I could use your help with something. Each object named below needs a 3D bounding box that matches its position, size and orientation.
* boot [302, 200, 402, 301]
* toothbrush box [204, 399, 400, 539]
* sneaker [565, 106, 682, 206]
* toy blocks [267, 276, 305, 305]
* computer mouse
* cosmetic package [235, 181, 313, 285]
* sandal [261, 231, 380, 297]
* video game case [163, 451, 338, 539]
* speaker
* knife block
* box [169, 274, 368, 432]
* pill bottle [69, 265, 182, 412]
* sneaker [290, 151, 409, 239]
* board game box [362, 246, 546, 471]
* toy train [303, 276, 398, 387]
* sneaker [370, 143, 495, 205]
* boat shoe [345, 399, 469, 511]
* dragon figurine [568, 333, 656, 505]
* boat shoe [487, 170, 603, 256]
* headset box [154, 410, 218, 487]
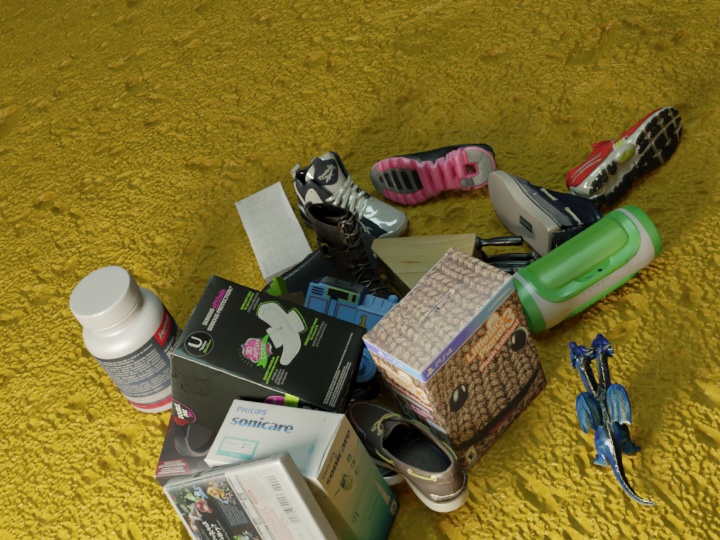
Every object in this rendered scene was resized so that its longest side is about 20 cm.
[{"bbox_3d":[0.000,0.000,1.408,0.069,0.175,0.200,-35,38,-25],"label":"boot"},{"bbox_3d":[-0.061,0.240,1.193,0.146,0.200,0.085,4,51,28],"label":"toothbrush box"},{"bbox_3d":[0.369,-0.171,1.490,0.200,0.077,0.085,-37,33,-16],"label":"sneaker"},{"bbox_3d":[-0.157,0.078,1.429,0.136,0.200,0.100,-20,85,18],"label":"toy blocks"},{"bbox_3d":[0.007,0.208,1.309,0.109,0.044,0.200,-23,38,-14],"label":"computer mouse"},{"bbox_3d":[-0.127,-0.049,1.619,0.082,0.051,0.200,-24,42,-2],"label":"cosmetic package"},{"bbox_3d":[-0.058,0.000,1.526,0.200,0.076,0.043,-27,20,-2],"label":"sandal"},{"bbox_3d":[-0.100,0.295,1.133,0.181,0.201,0.023,-20,15,35],"label":"video game case"},{"bbox_3d":[0.284,-0.002,1.353,0.200,0.089,0.088,-32,43,-6],"label":"speaker"},{"bbox_3d":[0.134,-0.013,1.450,0.175,0.064,0.200,-34,43,-9],"label":"knife block"},{"bbox_3d":[-0.110,0.122,1.250,0.199,0.149,0.125,20,52,5],"label":"box"},{"bbox_3d":[-0.312,0.093,1.457,0.119,0.200,0.120,-13,44,13],"label":"pill bottle"},{"bbox_3d":[-0.026,-0.113,1.575,0.199,0.130,0.080,24,62,40],"label":"sneaker"},{"bbox_3d":[0.117,0.106,1.241,0.159,0.200,0.097,-44,46,-19],"label":"board game box"},{"bbox_3d":[0.013,0.081,1.340,0.199,0.115,0.087,16,10,9],"label":"toy train"},{"bbox_3d":[0.115,-0.156,1.608,0.199,0.079,0.095,-5,25,21],"label":"sneaker"},{"bbox_3d":[0.047,0.199,1.220,0.072,0.060,0.200,-31,40,-22],"label":"boat shoe"},{"bbox_3d":[0.275,0.165,1.181,0.059,0.100,0.200,-15,44,12],"label":"dragon figurine"},{"bbox_3d":[0.258,-0.085,1.469,0.092,0.075,0.200,-15,39,-15],"label":"boat shoe"},{"bbox_3d":[-0.170,0.213,1.364,0.148,0.075,0.201,-8,45,17],"label":"headset box"}]
